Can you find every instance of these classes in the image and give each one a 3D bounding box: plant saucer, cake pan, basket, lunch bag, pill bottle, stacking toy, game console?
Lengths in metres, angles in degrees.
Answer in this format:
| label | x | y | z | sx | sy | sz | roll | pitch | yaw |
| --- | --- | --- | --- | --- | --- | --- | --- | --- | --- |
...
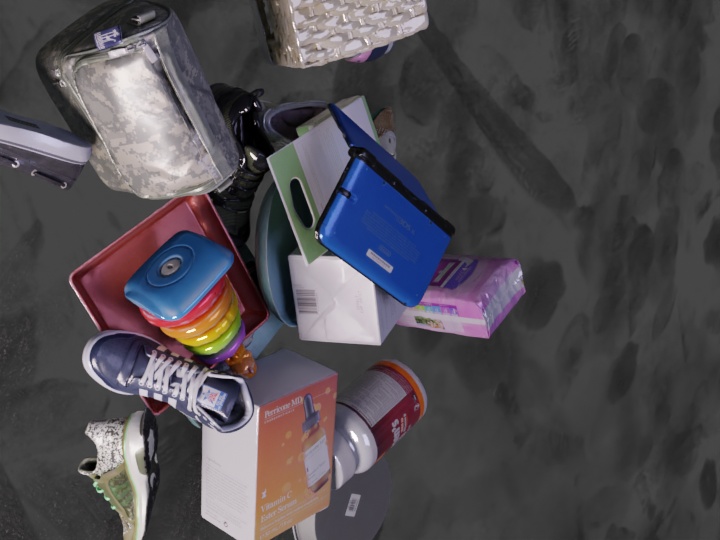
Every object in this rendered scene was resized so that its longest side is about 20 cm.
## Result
| label | x | y | z | sx | sy | sz | roll | pitch | yaw |
| --- | --- | --- | --- | --- | --- | --- | --- | --- | --- |
| plant saucer | -0.225 | 0.031 | 1.124 | 0.199 | 0.036 | 0.202 | -41 | 119 | -30 |
| plant saucer | -0.095 | -0.029 | 1.229 | 0.200 | 0.027 | 0.205 | 0 | 90 | -74 |
| cake pan | -0.022 | 0.352 | 1.451 | 0.198 | 0.036 | 0.205 | -15 | 111 | -44 |
| basket | -0.026 | -0.336 | 1.163 | 0.197 | 0.123 | 0.138 | -22 | 117 | -18 |
| lunch bag | -0.223 | -0.180 | 0.998 | 0.139 | 0.166 | 0.202 | -46 | 129 | -30 |
| pill bottle | 0.002 | 0.224 | 1.382 | 0.199 | 0.108 | 0.111 | -36 | 125 | -40 |
| stacking toy | -0.174 | 0.062 | 1.098 | 0.110 | 0.115 | 0.201 | -48 | 135 | -21 |
| game console | 0.015 | -0.079 | 1.170 | 0.199 | 0.117 | 0.173 | 35 | 78 | -40 |

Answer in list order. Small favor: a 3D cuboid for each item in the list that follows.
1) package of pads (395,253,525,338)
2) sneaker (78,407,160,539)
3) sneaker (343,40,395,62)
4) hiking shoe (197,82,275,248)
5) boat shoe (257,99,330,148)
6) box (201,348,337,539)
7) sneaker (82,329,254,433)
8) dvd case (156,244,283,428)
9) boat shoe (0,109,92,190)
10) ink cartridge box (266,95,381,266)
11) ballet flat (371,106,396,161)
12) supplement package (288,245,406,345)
| label | x | y | z | sx | sy | sz | roll | pitch | yaw |
| --- | --- | --- | --- | --- | --- | --- | --- | --- | --- |
| package of pads | 0.139 | 0.033 | 1.425 | 0.120 | 0.198 | 0.077 | -42 | 123 | -36 |
| sneaker | -0.287 | 0.242 | 1.121 | 0.077 | 0.087 | 0.203 | -83 | 180 | -60 |
| sneaker | -0.004 | -0.376 | 1.260 | 0.082 | 0.069 | 0.203 | -35 | 122 | -38 |
| hiking shoe | -0.149 | -0.120 | 1.143 | 0.075 | 0.100 | 0.204 | -18 | 113 | -42 |
| boat shoe | -0.069 | -0.187 | 1.240 | 0.200 | 0.064 | 0.076 | 2 | 99 | -47 |
| box | -0.120 | 0.229 | 1.242 | 0.151 | 0.105 | 0.204 | -18 | 118 | -47 |
| sneaker | -0.206 | 0.124 | 1.056 | 0.199 | 0.108 | 0.071 | 32 | 74 | -37 |
| dvd case | -0.183 | 0.080 | 1.216 | 0.201 | 0.022 | 0.147 | -50 | 132 | -25 |
| boat shoe | -0.366 | -0.124 | 0.936 | 0.198 | 0.070 | 0.067 | 13 | 109 | -46 |
| ink cartridge box | -0.043 | -0.115 | 1.193 | 0.199 | 0.047 | 0.148 | -38 | 117 | -39 |
| ballet flat | 0.012 | -0.147 | 1.327 | 0.201 | 0.064 | 0.071 | -57 | 159 | -25 |
| supplement package | 0.000 | 0.000 | 1.277 | 0.200 | 0.117 | 0.124 | -47 | 134 | -59 |
